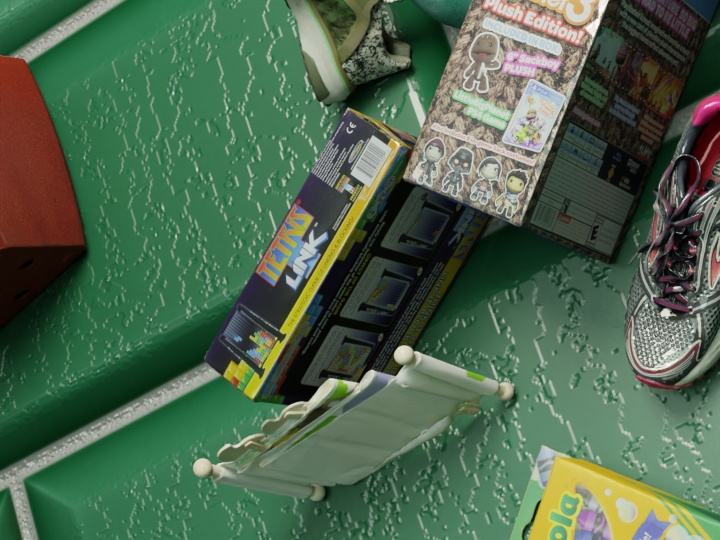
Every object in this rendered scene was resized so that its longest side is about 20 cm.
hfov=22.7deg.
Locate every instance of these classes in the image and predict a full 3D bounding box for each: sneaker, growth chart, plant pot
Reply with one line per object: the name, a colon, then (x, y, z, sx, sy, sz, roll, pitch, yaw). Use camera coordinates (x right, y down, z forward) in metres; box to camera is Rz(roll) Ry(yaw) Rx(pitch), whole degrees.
sneaker: (0.215, -0.021, 1.186, 0.080, 0.075, 0.202, 16, 91, 31)
growth chart: (-0.007, 0.111, 1.256, 0.199, 0.144, 0.018, -31, 55, 24)
sneaker: (-0.011, -0.212, 1.304, 0.088, 0.201, 0.077, -11, 47, 8)
plant pot: (-0.343, -0.047, 1.457, 0.200, 0.200, 0.177, -40, 78, 19)

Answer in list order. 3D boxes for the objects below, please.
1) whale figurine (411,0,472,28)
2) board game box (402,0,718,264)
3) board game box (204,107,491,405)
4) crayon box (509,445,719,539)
whale figurine: (0.110, -0.245, 1.239, 0.200, 0.158, 0.104, -43, 68, 35)
board game box: (0.137, -0.123, 1.199, 0.096, 0.159, 0.201, 24, 93, 31)
board game box: (0.000, 0.000, 1.253, 0.057, 0.165, 0.201, 36, 100, 28)
crayon box: (0.175, 0.206, 1.184, 0.199, 0.051, 0.127, 20, 92, 31)
